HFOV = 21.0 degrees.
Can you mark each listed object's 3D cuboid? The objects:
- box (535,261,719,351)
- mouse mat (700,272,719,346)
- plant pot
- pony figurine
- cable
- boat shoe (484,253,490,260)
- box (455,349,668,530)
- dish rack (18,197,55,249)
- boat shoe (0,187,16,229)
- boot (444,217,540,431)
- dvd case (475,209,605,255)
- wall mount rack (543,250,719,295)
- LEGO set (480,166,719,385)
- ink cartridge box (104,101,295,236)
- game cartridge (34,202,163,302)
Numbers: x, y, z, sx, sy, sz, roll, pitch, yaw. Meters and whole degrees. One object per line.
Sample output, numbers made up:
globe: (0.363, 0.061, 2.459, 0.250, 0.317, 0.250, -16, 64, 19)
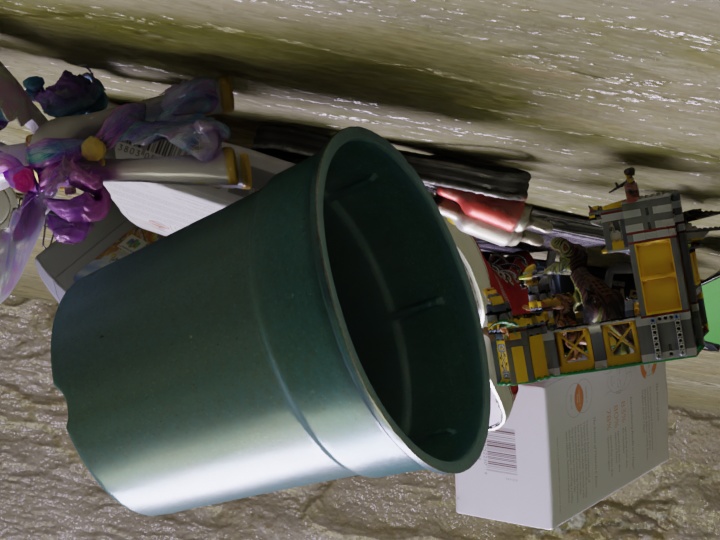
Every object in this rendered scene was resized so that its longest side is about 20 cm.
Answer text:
box: (0.246, 0.035, 1.796, 0.160, 0.044, 0.200, 7, 174, 19)
mouse mat: (0.322, 0.026, 1.482, 0.200, 0.008, 0.161, 16, 148, -41)
plant pot: (-0.057, 0.045, 1.106, 0.196, 0.201, 0.200, -19, 163, 22)
pony figurine: (-0.169, -0.064, 1.096, 0.199, 0.167, 0.193, -6, -178, 1)
cable: (0.029, -0.053, 1.242, 0.200, 0.050, 0.097, 10, 177, -10)
boat shoe: (0.089, 0.007, 1.650, 0.074, 0.066, 0.199, 37, -178, -31)
box: (0.171, 0.125, 1.645, 0.097, 0.125, 0.200, 5, -165, 37)
dish rack: (-0.238, -0.029, 1.878, 0.200, 0.055, 0.153, 6, 173, 28)
boat shoe: (-0.373, -0.068, 1.579, 0.199, 0.075, 0.066, 3, -173, 3)
boot: (0.089, 0.003, 1.470, 0.072, 0.144, 0.200, 3, 135, 25)
dvd case: (0.090, -0.035, 1.503, 0.148, 0.016, 0.200, 10, 173, -21)
wall mount rack: (0.247, 0.020, 1.549, 0.173, 0.075, 0.200, 10, 175, 33)
LEGO set: (0.150, -0.003, 1.217, 0.153, 0.116, 0.200, -9, -178, 24)
ink cartridge box: (-0.091, -0.046, 1.329, 0.162, 0.050, 0.200, 19, 172, 7)
game cartridge: (-0.159, 0.006, 1.540, 0.200, 0.133, 0.042, 27, 141, 33)
